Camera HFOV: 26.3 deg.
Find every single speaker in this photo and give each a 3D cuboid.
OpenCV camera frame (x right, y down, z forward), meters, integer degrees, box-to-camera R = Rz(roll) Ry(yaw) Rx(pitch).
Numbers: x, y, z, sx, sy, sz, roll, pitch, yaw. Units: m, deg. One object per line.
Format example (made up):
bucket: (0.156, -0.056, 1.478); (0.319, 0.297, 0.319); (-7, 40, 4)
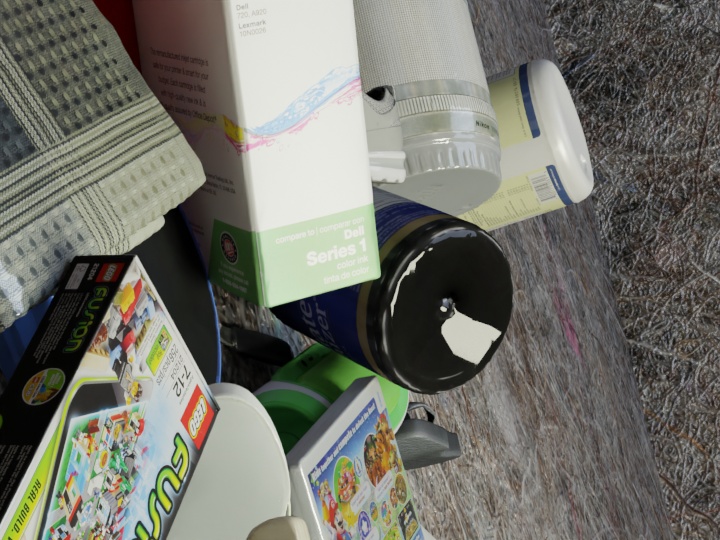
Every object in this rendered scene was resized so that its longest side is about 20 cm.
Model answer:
speaker: (-0.025, 0.099, 1.034); (0.200, 0.088, 0.089); (-32, 104, -73)

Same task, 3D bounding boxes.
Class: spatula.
spatula: (-0.086, 0.039, 1.005); (0.200, 0.020, 0.057); (33, 43, -67)

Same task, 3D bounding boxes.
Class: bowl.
bowl: (-0.134, 0.011, 0.826); (0.200, 0.039, 0.202); (-17, 90, -72)

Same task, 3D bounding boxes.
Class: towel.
towel: (-0.171, -0.085, 0.740); (0.193, 0.034, 0.200); (57, 30, -6)

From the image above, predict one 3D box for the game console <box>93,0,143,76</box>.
game console: (-0.184, -0.216, 0.949); (0.172, 0.118, 0.201); (44, -11, 47)

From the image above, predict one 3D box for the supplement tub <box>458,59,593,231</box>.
supplement tub: (0.117, -0.112, 1.524); (0.145, 0.198, 0.146); (-17, 90, -74)

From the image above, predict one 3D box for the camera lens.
camera lens: (0.033, -0.154, 1.357); (0.160, 0.159, 0.202); (32, 43, -66)

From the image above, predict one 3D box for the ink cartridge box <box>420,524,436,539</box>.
ink cartridge box: (0.011, 0.239, 1.027); (0.200, 0.075, 0.149); (52, 26, -52)

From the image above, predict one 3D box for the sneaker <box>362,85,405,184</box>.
sneaker: (-0.043, -0.108, 1.092); (0.199, 0.074, 0.083); (4, 88, -54)

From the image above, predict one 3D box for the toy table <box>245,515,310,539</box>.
toy table: (-0.062, 0.221, 0.730); (0.200, 0.116, 0.186); (-12, 85, -75)

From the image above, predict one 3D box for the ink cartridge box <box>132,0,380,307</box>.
ink cartridge box: (-0.065, -0.096, 0.903); (0.145, 0.083, 0.202); (22, -59, 58)

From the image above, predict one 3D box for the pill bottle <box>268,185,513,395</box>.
pill bottle: (0.000, 0.000, 1.021); (0.199, 0.112, 0.112); (24, -32, 51)

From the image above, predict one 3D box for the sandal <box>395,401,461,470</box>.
sandal: (0.035, 0.133, 1.239); (0.200, 0.075, 0.043); (49, 28, -77)

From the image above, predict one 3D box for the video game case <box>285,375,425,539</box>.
video game case: (0.009, 0.181, 0.922); (0.143, 0.018, 0.202); (-41, 117, -65)

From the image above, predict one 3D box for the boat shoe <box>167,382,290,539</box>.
boat shoe: (-0.072, 0.138, 0.832); (0.064, 0.070, 0.202); (-98, -175, -60)

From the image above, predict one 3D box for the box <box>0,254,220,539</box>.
box: (-0.126, 0.102, 0.665); (0.111, 0.034, 0.201); (66, 33, -42)
